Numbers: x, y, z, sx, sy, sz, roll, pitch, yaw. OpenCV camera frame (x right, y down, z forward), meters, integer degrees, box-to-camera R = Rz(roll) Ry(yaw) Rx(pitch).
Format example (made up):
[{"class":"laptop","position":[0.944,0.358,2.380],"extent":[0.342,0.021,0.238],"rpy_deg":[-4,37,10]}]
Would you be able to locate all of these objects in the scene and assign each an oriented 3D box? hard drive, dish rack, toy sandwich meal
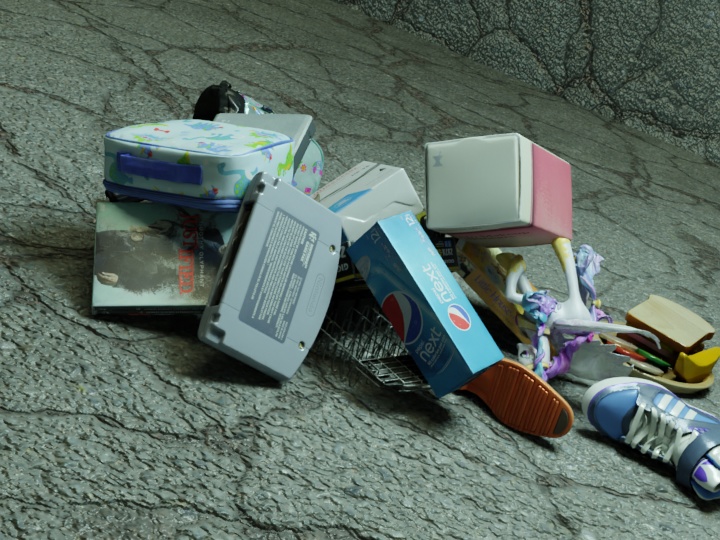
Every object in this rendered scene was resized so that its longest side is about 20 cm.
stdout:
[{"class":"hard drive","position":[-0.151,-0.119,1.537],"extent":[0.139,0.033,0.201],"rpy_deg":[4,48,21]},{"class":"dish rack","position":[0.011,0.090,1.433],"extent":[0.153,0.055,0.200],"rpy_deg":[-5,33,-45]},{"class":"toy sandwich meal","position":[0.421,0.100,1.737],"extent":[0.204,0.071,0.205],"rpy_deg":[17,20,-6]}]

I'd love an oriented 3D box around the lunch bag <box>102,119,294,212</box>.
[{"class":"lunch bag","position":[-0.189,-0.122,1.427],"extent":[0.199,0.083,0.161],"rpy_deg":[10,16,24]}]

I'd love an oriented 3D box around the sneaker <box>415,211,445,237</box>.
[{"class":"sneaker","position":[0.068,-0.025,1.671],"extent":[0.090,0.079,0.200],"rpy_deg":[8,-21,3]}]

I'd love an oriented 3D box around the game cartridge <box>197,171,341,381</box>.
[{"class":"game cartridge","position":[-0.091,0.010,1.344],"extent":[0.041,0.201,0.133],"rpy_deg":[-5,-30,46]}]

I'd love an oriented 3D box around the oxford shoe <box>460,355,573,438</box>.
[{"class":"oxford shoe","position":[0.174,0.130,1.449],"extent":[0.199,0.072,0.073],"rpy_deg":[32,19,31]}]

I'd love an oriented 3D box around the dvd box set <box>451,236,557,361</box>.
[{"class":"dvd box set","position":[0.196,0.025,1.668],"extent":[0.200,0.029,0.146],"rpy_deg":[47,20,-4]}]

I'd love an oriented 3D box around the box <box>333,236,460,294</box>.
[{"class":"box","position":[0.000,0.000,1.527],"extent":[0.159,0.050,0.199],"rpy_deg":[-15,-8,41]}]

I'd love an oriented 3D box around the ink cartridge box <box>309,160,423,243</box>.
[{"class":"ink cartridge box","position":[-0.007,-0.091,1.706],"extent":[0.115,0.067,0.200],"rpy_deg":[-34,17,-12]}]

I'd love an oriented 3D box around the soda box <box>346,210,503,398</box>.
[{"class":"soda box","position":[0.071,0.037,1.382],"extent":[0.068,0.064,0.201],"rpy_deg":[-19,73,-50]}]

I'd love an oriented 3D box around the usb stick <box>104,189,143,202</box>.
[{"class":"usb stick","position":[-0.246,-0.128,1.660],"extent":[0.199,0.033,0.055],"rpy_deg":[-21,15,-15]}]

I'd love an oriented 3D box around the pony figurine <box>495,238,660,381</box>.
[{"class":"pony figurine","position":[0.262,0.064,1.551],"extent":[0.191,0.167,0.201],"rpy_deg":[1,62,-3]}]

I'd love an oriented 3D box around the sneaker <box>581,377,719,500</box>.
[{"class":"sneaker","position":[0.364,0.198,1.422],"extent":[0.199,0.081,0.147],"rpy_deg":[20,15,-13]}]

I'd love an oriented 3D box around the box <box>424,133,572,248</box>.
[{"class":"box","position":[0.177,-0.096,1.558],"extent":[0.127,0.110,0.200],"rpy_deg":[-4,-7,28]}]

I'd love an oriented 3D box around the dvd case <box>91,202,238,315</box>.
[{"class":"dvd case","position":[-0.199,-0.015,1.391],"extent":[0.198,0.022,0.147],"rpy_deg":[1,55,-9]}]

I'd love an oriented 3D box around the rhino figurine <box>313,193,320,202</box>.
[{"class":"rhino figurine","position":[-0.137,-0.049,1.528],"extent":[0.199,0.060,0.087],"rpy_deg":[-30,41,-11]}]

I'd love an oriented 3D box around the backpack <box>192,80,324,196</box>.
[{"class":"backpack","position":[-0.154,-0.163,1.793],"extent":[0.199,0.168,0.126],"rpy_deg":[22,4,-39]}]
